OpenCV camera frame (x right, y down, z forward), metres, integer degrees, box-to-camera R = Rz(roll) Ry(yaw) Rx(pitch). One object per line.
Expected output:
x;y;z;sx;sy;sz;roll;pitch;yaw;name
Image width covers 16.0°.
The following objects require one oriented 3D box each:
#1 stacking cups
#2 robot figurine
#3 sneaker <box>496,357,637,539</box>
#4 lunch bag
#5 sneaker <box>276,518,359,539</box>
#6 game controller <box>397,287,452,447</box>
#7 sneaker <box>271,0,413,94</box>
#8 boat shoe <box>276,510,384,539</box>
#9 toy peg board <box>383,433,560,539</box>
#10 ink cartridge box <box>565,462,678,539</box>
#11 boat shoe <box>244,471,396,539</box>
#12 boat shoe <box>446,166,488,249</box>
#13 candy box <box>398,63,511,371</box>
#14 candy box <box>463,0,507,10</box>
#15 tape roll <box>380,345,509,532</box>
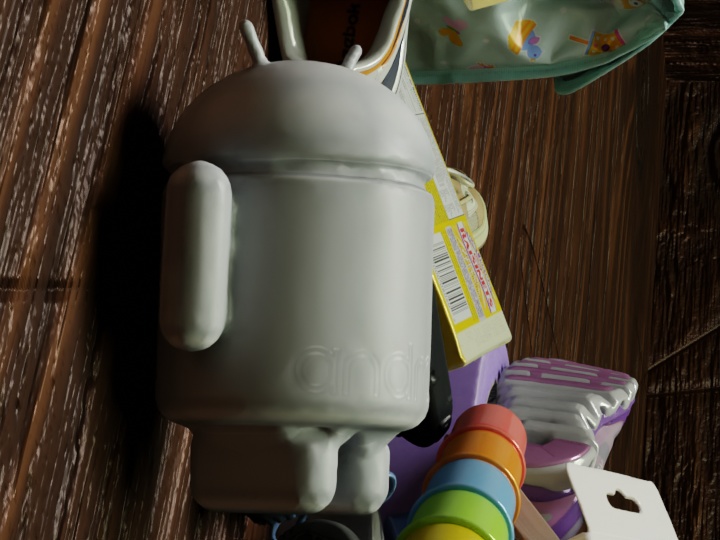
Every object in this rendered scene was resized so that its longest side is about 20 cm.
0.050;0.125;1.263;0.200;0.060;0.061;-60;149;-70;stacking cups
-0.026;0.000;1.067;0.169;0.113;0.201;10;80;-61;robot figurine
0.113;0.114;1.522;0.200;0.080;0.089;-47;141;-66;sneaker
0.103;-0.191;1.550;0.170;0.199;0.122;-74;161;-57;lunch bag
-0.031;0.217;1.200;0.104;0.060;0.200;30;76;-67;sneaker
0.000;0.000;1.316;0.042;0.104;0.200;-37;135;-29;game controller
-0.002;-0.178;1.322;0.079;0.078;0.201;38;53;-77;sneaker
-0.009;0.198;1.317;0.065;0.073;0.201;57;36;-64;boat shoe
0.051;0.224;1.353;0.199;0.098;0.200;-128;-147;-54;toy peg board
0.146;0.215;1.424;0.117;0.067;0.200;18;49;-54;ink cartridge box
-0.014;0.086;1.248;0.200;0.084;0.069;-53;129;-69;boat shoe
0.027;-0.036;1.514;0.201;0.073;0.063;-40;128;-64;boat shoe
0.026;-0.045;1.407;0.200;0.026;0.102;69;17;1;candy box
0.047;-0.248;1.436;0.200;0.055;0.116;-116;-166;-50;candy box
0.040;0.133;1.548;0.200;0.085;0.201;0;90;-78;tape roll
